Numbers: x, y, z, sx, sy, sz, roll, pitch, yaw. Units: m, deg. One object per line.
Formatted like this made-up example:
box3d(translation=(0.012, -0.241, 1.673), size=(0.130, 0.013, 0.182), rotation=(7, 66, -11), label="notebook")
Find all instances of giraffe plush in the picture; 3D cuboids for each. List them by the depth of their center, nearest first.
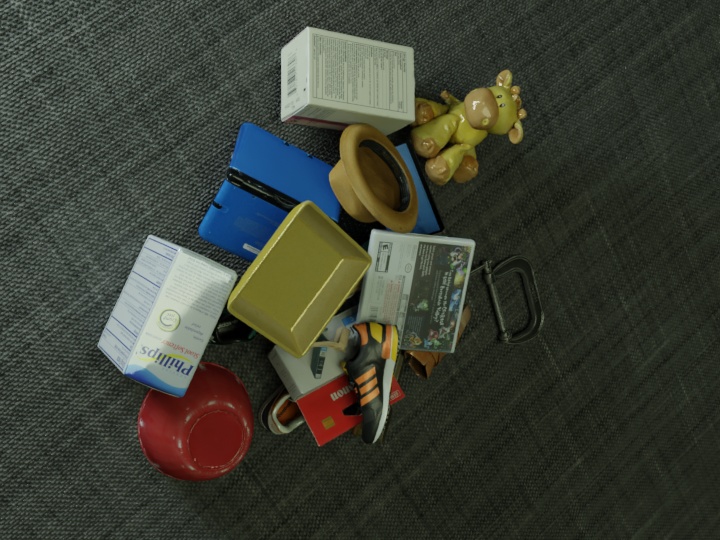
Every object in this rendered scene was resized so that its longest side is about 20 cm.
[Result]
box3d(translation=(0.198, -0.254, 1.613), size=(0.200, 0.161, 0.174), rotation=(-35, 101, -46), label="giraffe plush")

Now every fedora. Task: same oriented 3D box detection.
box3d(translation=(0.013, -0.138, 1.522), size=(0.200, 0.081, 0.203), rotation=(36, 42, -39), label="fedora")

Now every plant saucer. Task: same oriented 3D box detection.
box3d(translation=(-0.098, 0.010, 1.441), size=(0.201, 0.048, 0.200), rotation=(-53, 139, -3), label="plant saucer")

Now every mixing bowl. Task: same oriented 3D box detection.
box3d(translation=(-0.249, 0.257, 1.523), size=(0.198, 0.108, 0.203), rotation=(-5, 100, -28), label="mixing bowl")

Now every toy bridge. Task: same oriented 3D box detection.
box3d(translation=(-0.103, 0.088, 1.529), size=(0.199, 0.027, 0.068), rotation=(31, 61, -23), label="toy bridge")

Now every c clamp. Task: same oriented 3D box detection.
box3d(translation=(0.281, 0.059, 1.824), size=(0.170, 0.027, 0.202), rotation=(-32, 110, -26), label="c clamp")

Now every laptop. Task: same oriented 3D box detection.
box3d(translation=(0.017, -0.097, 1.607), size=(0.199, 0.103, 0.179), rotation=(-35, 112, -29), label="laptop")

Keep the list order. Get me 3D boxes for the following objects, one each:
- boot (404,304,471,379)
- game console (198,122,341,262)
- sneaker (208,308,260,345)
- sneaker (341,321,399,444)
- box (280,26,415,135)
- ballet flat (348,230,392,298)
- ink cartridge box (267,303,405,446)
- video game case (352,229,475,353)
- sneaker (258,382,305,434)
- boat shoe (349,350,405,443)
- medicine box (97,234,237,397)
box3d(translation=(0.113, 0.081, 1.665), size=(0.156, 0.076, 0.201), rotation=(-52, 137, -24), label="boot")
box3d(translation=(-0.138, -0.106, 1.505), size=(0.198, 0.119, 0.172), rotation=(26, 109, -21), label="game console")
box3d(translation=(-0.166, 0.078, 1.551), size=(0.198, 0.080, 0.072), rotation=(-23, 105, -23), label="sneaker")
box3d(translation=(0.007, 0.183, 1.559), size=(0.089, 0.070, 0.203), rotation=(10, 93, -5), label="sneaker")
box3d(translation=(-0.021, -0.303, 1.538), size=(0.198, 0.109, 0.130), rotation=(5, 80, -29), label="box")
box3d(translation=(0.000, 0.000, 1.604), size=(0.199, 0.069, 0.063), rotation=(-30, 138, 0), label="ballet flat")
box3d(translation=(-0.030, 0.170, 1.588), size=(0.199, 0.045, 0.177), rotation=(-25, 78, -34), label="ink cartridge box")
box3d(translation=(0.089, 0.037, 1.583), size=(0.179, 0.023, 0.203), rotation=(5, 106, -15), label="video game case")
box3d(translation=(-0.090, 0.197, 1.615), size=(0.078, 0.079, 0.201), rotation=(40, 78, -26), label="sneaker")
box3d(translation=(0.034, 0.202, 1.683), size=(0.067, 0.072, 0.202), rotation=(14, 70, 10), label="boat shoe")
box3d(translation=(-0.295, 0.063, 1.422), size=(0.102, 0.182, 0.202), rotation=(26, 86, -28), label="medicine box")
